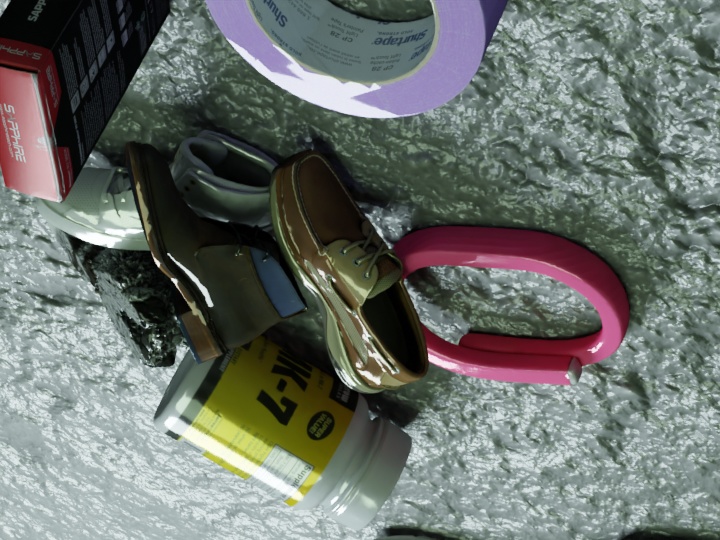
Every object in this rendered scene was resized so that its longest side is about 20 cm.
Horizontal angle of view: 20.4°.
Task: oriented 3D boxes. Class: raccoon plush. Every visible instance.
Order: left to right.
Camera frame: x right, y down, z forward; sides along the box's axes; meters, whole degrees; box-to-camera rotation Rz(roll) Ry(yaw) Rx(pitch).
[{"bbox_3d":[-0.151,-0.016,1.626,0.200,0.134,0.097,55,159,15],"label":"raccoon plush"}]

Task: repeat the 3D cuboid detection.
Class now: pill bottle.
[{"bbox_3d":[-0.065,0.132,1.699,0.200,0.114,0.114,31,142,-9],"label":"pill bottle"}]

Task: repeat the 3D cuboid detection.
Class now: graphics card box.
[{"bbox_3d":[-0.190,-0.161,1.349,0.051,0.200,0.126,14,142,13],"label":"graphics card box"}]

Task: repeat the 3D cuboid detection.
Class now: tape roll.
[{"bbox_3d":[-0.004,-0.195,1.318,0.200,0.066,0.200,16,142,13],"label":"tape roll"}]

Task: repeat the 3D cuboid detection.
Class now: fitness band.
[{"bbox_3d":[0.108,0.027,1.544,0.200,0.037,0.144,3,137,25],"label":"fitness band"}]

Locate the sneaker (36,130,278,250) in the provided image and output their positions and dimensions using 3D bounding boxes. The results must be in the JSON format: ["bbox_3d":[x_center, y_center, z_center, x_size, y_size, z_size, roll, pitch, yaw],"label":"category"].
[{"bbox_3d":[-0.153,-0.070,1.550,0.200,0.074,0.116,12,139,2],"label":"sneaker"}]

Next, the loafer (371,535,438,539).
[{"bbox_3d":[0.091,0.299,1.847,0.200,0.070,0.070,13,141,15],"label":"loafer"}]

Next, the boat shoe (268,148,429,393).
[{"bbox_3d":[0.000,0.000,1.510,0.074,0.076,0.200,-4,118,45],"label":"boat shoe"}]

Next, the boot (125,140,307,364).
[{"bbox_3d":[-0.109,-0.026,1.500,0.097,0.075,0.200,-19,128,-2],"label":"boot"}]
